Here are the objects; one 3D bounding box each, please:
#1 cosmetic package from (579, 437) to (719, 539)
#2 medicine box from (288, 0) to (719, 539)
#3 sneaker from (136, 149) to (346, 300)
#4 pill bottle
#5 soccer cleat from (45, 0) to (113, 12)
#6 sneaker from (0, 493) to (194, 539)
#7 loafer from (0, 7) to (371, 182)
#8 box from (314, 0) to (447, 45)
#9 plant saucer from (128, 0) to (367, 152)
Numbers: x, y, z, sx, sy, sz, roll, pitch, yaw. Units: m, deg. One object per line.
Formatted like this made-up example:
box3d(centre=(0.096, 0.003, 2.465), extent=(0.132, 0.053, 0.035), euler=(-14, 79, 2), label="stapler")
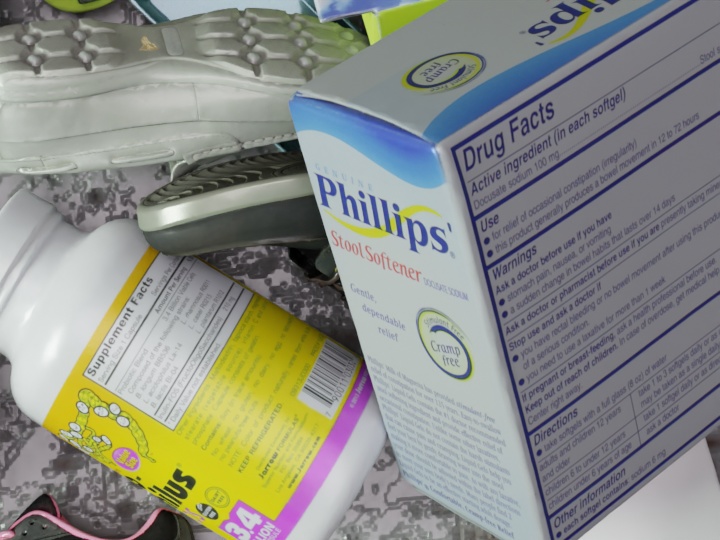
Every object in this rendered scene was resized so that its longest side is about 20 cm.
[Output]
box3d(centre=(0.140, 0.176, 0.819), extent=(0.084, 0.108, 0.202), euler=(-17, 93, -4), label="cosmetic package")
box3d(centre=(0.090, -0.017, 0.740), extent=(0.181, 0.103, 0.202), euler=(-32, 121, -27), label="medicine box")
box3d(centre=(0.000, 0.000, 0.792), extent=(0.198, 0.075, 0.107), euler=(-8, 102, -19), label="sneaker")
box3d(centre=(-0.088, 0.046, 0.802), extent=(0.199, 0.104, 0.105), euler=(32, 88, -3), label="pill bottle")
box3d(centre=(-0.084, -0.204, 0.822), extent=(0.065, 0.084, 0.201), euler=(37, 108, -2), label="soccer cleat")
box3d(centre=(-0.164, 0.156, 0.823), extent=(0.198, 0.079, 0.096), euler=(-5, 69, -5), label="sneaker")
box3d(centre=(-0.081, -0.078, 0.811), extent=(0.198, 0.070, 0.070), euler=(-2, 130, -10), label="loafer")
box3d(centre=(0.064, -0.177, 0.817), extent=(0.198, 0.048, 0.123), euler=(-15, 66, -5), label="box")
box3d(centre=(-0.019, -0.086, 0.850), extent=(0.200, 0.019, 0.070), euler=(45, 88, -3), label="plant saucer")
